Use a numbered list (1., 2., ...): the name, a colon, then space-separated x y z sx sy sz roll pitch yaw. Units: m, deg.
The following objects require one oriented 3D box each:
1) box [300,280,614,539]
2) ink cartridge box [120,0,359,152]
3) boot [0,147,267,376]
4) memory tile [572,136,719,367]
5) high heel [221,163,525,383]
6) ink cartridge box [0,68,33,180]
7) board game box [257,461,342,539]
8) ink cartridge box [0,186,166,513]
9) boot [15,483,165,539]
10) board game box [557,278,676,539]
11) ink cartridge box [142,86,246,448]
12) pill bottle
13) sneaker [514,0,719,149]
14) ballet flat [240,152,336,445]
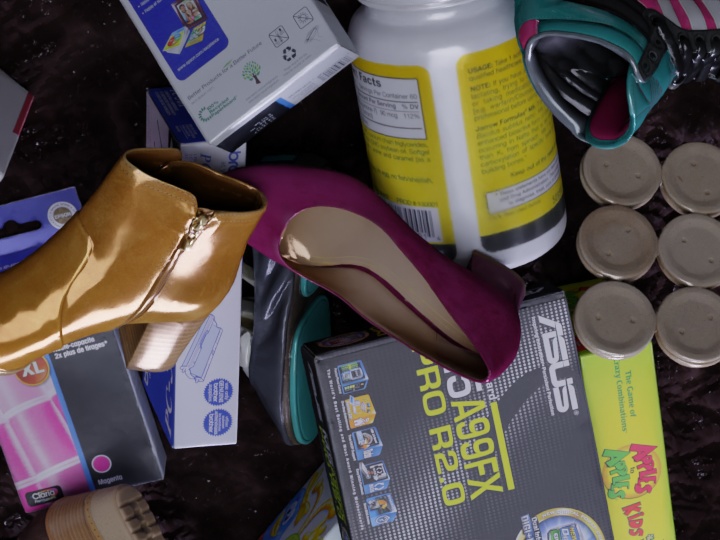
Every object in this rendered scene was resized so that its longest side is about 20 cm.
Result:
1. box: 0.063 0.122 1.721 0.160 0.044 0.201 -13 101 -9
2. ink cartridge box: -0.093 -0.177 1.661 0.099 0.039 0.200 -36 73 14
3. boot: -0.163 -0.011 1.618 0.201 0.071 0.144 5 130 -29
4. memory tile: 0.228 -0.008 1.736 0.199 0.154 0.017 6 155 -5
5. high heel: 0.000 0.000 1.635 0.199 0.096 0.068 18 120 2
6. ink cartridge box: -0.292 -0.033 1.693 0.083 0.147 0.200 37 109 -14
7. board game box: 0.007 0.182 1.823 0.103 0.105 0.200 35 108 -15
8. ink cartridge box: -0.195 0.052 1.797 0.094 0.037 0.201 -14 112 5
9. boot: -0.167 0.246 1.810 0.166 0.072 0.200 -32 75 36
10. board game box: 0.160 0.117 1.798 0.047 0.102 0.201 -11 114 -5
11. ink cartridge box: -0.102 -0.003 1.739 0.044 0.094 0.201 -4 115 -15
12. pill bottle: 0.055 -0.107 1.690 0.114 0.114 0.201 -9 114 2
13. sneaker: 0.173 -0.117 1.609 0.199 0.121 0.084 19 144 -4
14. ballet flat: -0.051 0.014 1.773 0.073 0.073 0.201 2 120 -3
